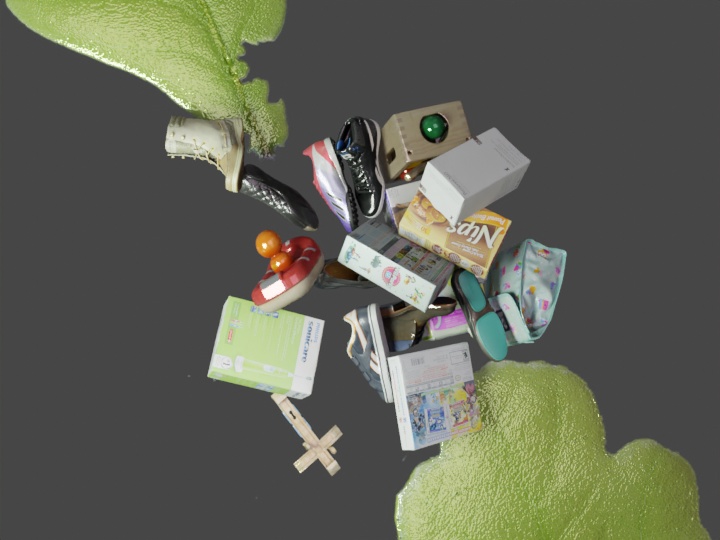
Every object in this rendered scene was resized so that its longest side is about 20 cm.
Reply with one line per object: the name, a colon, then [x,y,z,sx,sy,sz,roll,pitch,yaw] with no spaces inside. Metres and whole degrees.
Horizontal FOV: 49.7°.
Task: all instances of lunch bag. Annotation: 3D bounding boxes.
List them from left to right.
lunch bag: [0.334,0.057,1.627,0.119,0.170,0.205,16,75,-14]

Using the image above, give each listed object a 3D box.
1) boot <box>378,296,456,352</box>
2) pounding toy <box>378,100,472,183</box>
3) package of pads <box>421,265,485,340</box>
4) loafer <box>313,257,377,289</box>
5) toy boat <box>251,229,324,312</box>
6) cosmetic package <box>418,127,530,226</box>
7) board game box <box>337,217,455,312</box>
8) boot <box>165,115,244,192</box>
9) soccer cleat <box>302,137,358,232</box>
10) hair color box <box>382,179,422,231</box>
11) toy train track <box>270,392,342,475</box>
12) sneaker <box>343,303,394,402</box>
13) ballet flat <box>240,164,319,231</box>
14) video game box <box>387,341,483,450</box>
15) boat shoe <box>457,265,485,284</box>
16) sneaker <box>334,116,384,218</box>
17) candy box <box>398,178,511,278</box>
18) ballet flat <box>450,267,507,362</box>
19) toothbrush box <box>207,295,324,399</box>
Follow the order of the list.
boot: [0.119,0.109,1.563,0.074,0.197,0.099,-17,96,-46]
pounding toy: [0.127,-0.245,1.593,0.180,0.200,0.146,-15,85,-17]
package of pads: [0.180,0.037,1.641,0.151,0.068,0.205,-10,85,-18]
loafer: [0.000,0.000,1.592,0.195,0.072,0.075,-11,84,-18]
toy boat: [-0.153,-0.018,1.488,0.129,0.201,0.132,-28,104,18]
cosmetic package: [0.222,-0.185,1.518,0.198,0.082,0.113,-31,66,-33]
board game box: [0.073,-0.016,1.521,0.197,0.147,0.065,29,116,12]
boot: [-0.301,-0.229,1.505,0.151,0.073,0.203,3,46,-13]
soccer cleat: [-0.058,-0.169,1.611,0.072,0.068,0.205,-18,92,7]
hair color box: [0.147,-0.137,1.658,0.196,0.065,0.112,-16,88,-16]
toy train track: [-0.106,0.320,1.538,0.114,0.032,0.201,-39,93,-17]
sneaker: [0.019,0.171,1.573,0.077,0.078,0.205,-12,96,10]
ballet flat: [-0.168,-0.143,1.585,0.198,0.057,0.067,36,39,-12]
video game box: [0.154,0.252,1.584,0.196,0.046,0.187,-5,82,-37]
boat shoe: [0.235,-0.075,1.603,0.069,0.070,0.206,-2,81,-21]
sneaker: [-0.009,-0.210,1.584,0.111,0.072,0.206,-3,89,-55]
candy box: [0.186,-0.084,1.540,0.197,0.055,0.117,28,72,9]
ballet flat: [0.239,0.089,1.580,0.067,0.068,0.204,-23,91,-19]
toothbrush box: [-0.182,0.152,1.505,0.195,0.086,0.149,14,71,-12]
